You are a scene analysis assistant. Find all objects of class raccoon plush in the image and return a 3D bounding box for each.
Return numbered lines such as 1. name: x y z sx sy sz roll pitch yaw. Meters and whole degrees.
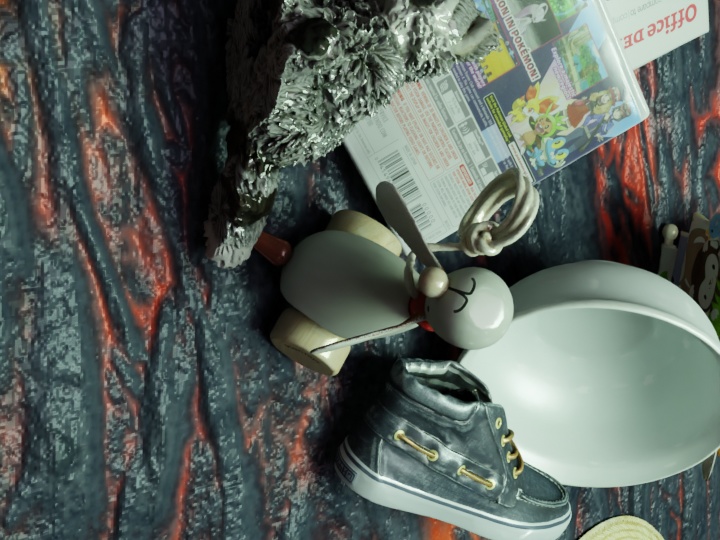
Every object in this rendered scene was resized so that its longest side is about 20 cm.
1. raccoon plush: -0.009 -0.096 0.817 0.132 0.097 0.201 2 135 -27

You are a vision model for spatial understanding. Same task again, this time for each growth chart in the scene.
1. growth chart: 0.255 0.026 1.062 0.017 0.200 0.147 5 96 -9

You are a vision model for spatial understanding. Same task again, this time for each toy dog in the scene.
1. toy dog: 0.000 0.000 0.823 0.096 0.199 0.133 32 55 -26

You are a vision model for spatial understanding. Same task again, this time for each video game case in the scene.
1. video game case: 0.062 -0.130 0.868 0.181 0.023 0.201 -30 121 2

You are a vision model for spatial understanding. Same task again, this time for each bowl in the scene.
1. bowl: 0.163 0.057 1.000 0.202 0.199 0.091 53 33 -38

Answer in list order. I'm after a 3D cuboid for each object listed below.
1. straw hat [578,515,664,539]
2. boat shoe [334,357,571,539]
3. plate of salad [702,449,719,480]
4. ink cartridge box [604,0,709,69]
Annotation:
1. straw hat: 0.231 0.306 1.179 0.199 0.085 0.204 -15 114 -39
2. boat shoe: 0.083 0.123 0.967 0.198 0.071 0.092 18 112 -34
3. plate of salad: 0.295 0.066 1.130 0.200 0.047 0.203 9 90 -79
4. ink cartridge box: 0.151 -0.234 0.938 0.144 0.083 0.203 -28 121 -33
